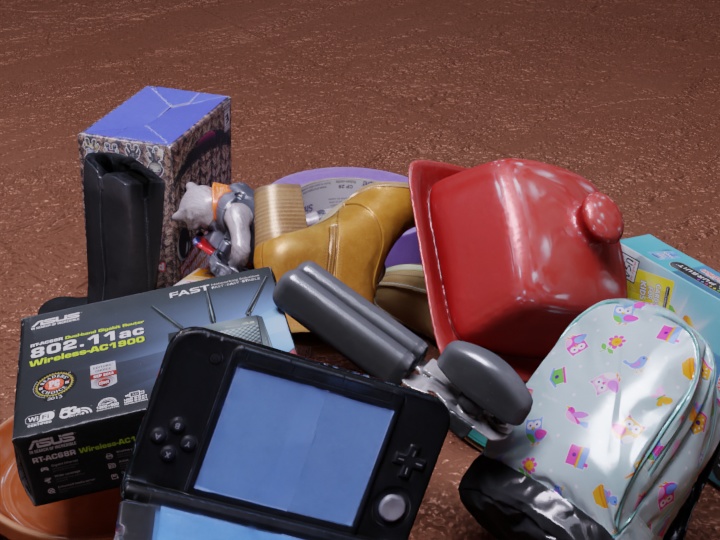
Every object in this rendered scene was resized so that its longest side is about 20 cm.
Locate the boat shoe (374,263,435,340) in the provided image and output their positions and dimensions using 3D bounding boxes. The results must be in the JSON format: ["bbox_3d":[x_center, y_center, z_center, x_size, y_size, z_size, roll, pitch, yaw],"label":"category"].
[{"bbox_3d":[0.095,0.049,1.075,0.199,0.072,0.076,13,42,21],"label":"boat shoe"}]

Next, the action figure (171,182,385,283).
[{"bbox_3d":[-0.084,-0.041,1.054,0.192,0.105,0.200,17,10,-14],"label":"action figure"}]

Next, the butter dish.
[{"bbox_3d":[0.158,-0.018,0.928,0.199,0.148,0.201,10,61,-37],"label":"butter dish"}]

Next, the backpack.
[{"bbox_3d":[0.183,0.124,0.798,0.166,0.127,0.200,29,72,35],"label":"backpack"}]

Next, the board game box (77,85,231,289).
[{"bbox_3d":[-0.204,-0.067,1.124,0.096,0.201,0.160,9,28,12],"label":"board game box"}]

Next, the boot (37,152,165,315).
[{"bbox_3d":[-0.245,-0.013,1.018,0.164,0.201,0.066,20,32,31],"label":"boot"}]

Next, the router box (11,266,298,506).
[{"bbox_3d":[-0.142,0.076,0.786,0.199,0.062,0.150,-12,31,-9],"label":"router box"}]

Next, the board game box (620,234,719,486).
[{"bbox_3d":[0.284,0.079,0.930,0.047,0.152,0.200,-9,29,-30],"label":"board game box"}]

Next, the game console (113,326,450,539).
[{"bbox_3d":[-0.041,0.150,0.676,0.199,0.173,0.119,18,7,-18],"label":"game console"}]

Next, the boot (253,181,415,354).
[{"bbox_3d":[0.000,0.000,0.950,0.200,0.145,0.071,-1,-17,-29],"label":"boot"}]

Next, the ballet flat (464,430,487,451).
[{"bbox_3d":[0.154,0.138,0.925,0.199,0.069,0.063,25,7,33],"label":"ballet flat"}]

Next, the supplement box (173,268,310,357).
[{"bbox_3d":[-0.124,0.064,0.972,0.125,0.074,0.200,10,16,9],"label":"supplement box"}]

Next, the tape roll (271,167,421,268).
[{"bbox_3d":[-0.012,-0.039,1.215,0.199,0.085,0.200,1,27,-1],"label":"tape roll"}]

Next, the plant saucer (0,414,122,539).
[{"bbox_3d":[-0.203,0.158,0.873,0.199,0.033,0.201,2,26,-1],"label":"plant saucer"}]

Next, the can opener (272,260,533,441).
[{"bbox_3d":[0.031,0.053,0.778,0.199,0.067,0.053,32,21,12],"label":"can opener"}]
